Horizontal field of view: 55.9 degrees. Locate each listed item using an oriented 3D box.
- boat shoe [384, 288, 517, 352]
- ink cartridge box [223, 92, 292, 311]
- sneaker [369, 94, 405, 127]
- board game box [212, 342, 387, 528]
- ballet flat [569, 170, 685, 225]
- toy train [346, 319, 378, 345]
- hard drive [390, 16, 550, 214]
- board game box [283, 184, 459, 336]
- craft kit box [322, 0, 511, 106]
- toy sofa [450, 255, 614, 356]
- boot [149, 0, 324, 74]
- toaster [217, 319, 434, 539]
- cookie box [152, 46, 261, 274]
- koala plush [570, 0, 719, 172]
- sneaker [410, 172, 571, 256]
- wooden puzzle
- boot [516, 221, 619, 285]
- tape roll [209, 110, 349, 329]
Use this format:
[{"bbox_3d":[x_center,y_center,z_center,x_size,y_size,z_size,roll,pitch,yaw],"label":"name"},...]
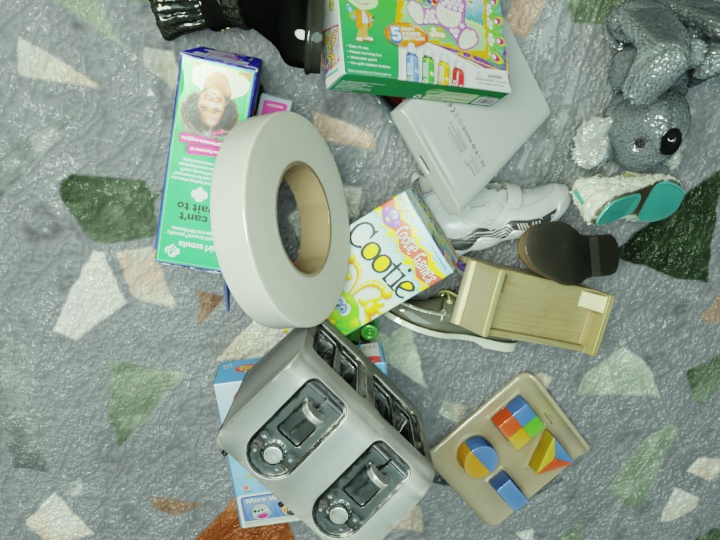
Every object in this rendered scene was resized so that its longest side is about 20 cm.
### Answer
[{"bbox_3d":[0.124,0.055,0.881,0.200,0.072,0.061,13,106,-22],"label":"boat shoe"},{"bbox_3d":[-0.107,-0.066,0.708,0.042,0.119,0.201,12,65,-6],"label":"ink cartridge box"},{"bbox_3d":[0.020,-0.242,0.723,0.079,0.096,0.200,-19,118,36],"label":"sneaker"},{"bbox_3d":[-0.059,0.197,0.811,0.198,0.056,0.197,-7,108,-1],"label":"board game box"},{"bbox_3d":[0.336,-0.100,0.856,0.199,0.072,0.072,-7,114,-39],"label":"ballet flat"},{"bbox_3d":[-0.004,0.063,0.877,0.056,0.042,0.202,5,109,-1],"label":"toy train"},{"bbox_3d":[0.130,-0.176,0.763,0.200,0.027,0.132,-46,114,-27],"label":"hard drive"},{"bbox_3d":[0.000,0.000,0.781,0.199,0.103,0.105,-32,93,15],"label":"board game box"},{"bbox_3d":[0.053,-0.275,0.687,0.199,0.048,0.199,-3,81,-28],"label":"craft kit box"},{"bbox_3d":[0.207,0.044,0.848,0.199,0.097,0.083,11,97,-29],"label":"toy sofa"},{"bbox_3d":[-0.122,-0.252,0.655,0.157,0.212,0.080,-8,134,-13],"label":"boot"},{"bbox_3d":[-0.030,0.154,0.679,0.119,0.200,0.181,-43,98,8],"label":"toaster"},{"bbox_3d":[-0.155,-0.121,0.707,0.075,0.171,0.201,9,108,-10],"label":"cookie box"},{"bbox_3d":[0.348,-0.204,0.798,0.176,0.184,0.201,-6,132,-9],"label":"koala plush"},{"bbox_3d":[0.157,-0.095,0.827,0.199,0.075,0.116,-19,115,0],"label":"sneaker"},{"bbox_3d":[0.220,0.272,0.992,0.200,0.046,0.185,-39,112,5],"label":"wooden puzzle"},{"bbox_3d":[0.239,-0.018,0.833,0.199,0.075,0.074,4,86,-45],"label":"boot"},{"bbox_3d":[-0.067,-0.046,0.637,0.037,0.203,0.204,-5,115,25],"label":"tape roll"}]
